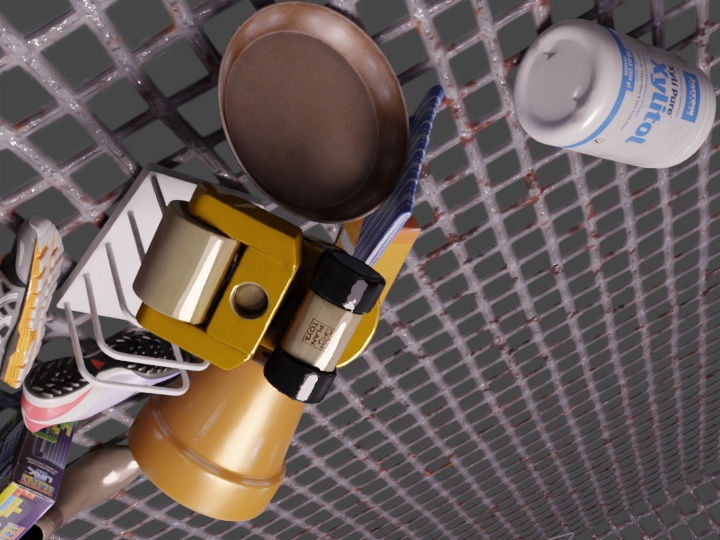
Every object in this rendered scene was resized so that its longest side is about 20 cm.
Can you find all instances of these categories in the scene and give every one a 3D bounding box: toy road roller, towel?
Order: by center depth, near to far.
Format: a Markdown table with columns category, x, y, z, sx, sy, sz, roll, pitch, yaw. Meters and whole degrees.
| category | x | y | z | sx | sy | sz | roll | pitch | yaw |
| --- | --- | --- | --- | --- | --- | --- | --- | --- | --- |
| toy road roller | -0.080 | 0.013 | 0.727 | 0.200 | 0.146 | 0.123 | 27 | 102 | -5 |
| towel | 0.037 | -0.080 | 0.839 | 0.024 | 0.200 | 0.145 | 24 | 138 | -9 |

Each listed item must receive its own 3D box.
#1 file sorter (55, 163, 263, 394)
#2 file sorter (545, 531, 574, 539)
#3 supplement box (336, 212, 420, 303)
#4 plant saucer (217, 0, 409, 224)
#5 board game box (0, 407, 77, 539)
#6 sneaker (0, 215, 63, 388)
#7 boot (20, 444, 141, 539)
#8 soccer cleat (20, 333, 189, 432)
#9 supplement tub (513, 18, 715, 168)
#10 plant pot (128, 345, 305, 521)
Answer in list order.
| category | x | y | z | sx | sy | sz | roll | pitch | yaw |
| --- | --- | --- | --- | --- | --- | --- | --- | --- | --- |
| file sorter | -0.194 | 0.020 | 0.856 | 0.139 | 0.125 | 0.200 | 16 | 127 | -43 |
| file sorter | 0.594 | 0.868 | 2.391 | 0.139 | 0.200 | 0.125 | -5 | 135 | -29 |
| supplement box | 0.000 | 0.000 | 1.022 | 0.066 | 0.069 | 0.200 | -3 | 136 | -30 |
| plant saucer | -0.043 | -0.138 | 0.747 | 0.200 | 0.200 | 0.034 | 4 | 170 | -37 |
| board game box | -0.412 | 0.249 | 0.972 | 0.057 | 0.165 | 0.200 | 35 | 115 | -26 |
| sneaker | -0.349 | 0.030 | 0.827 | 0.077 | 0.078 | 0.200 | 21 | 116 | -9 |
| boot | -0.384 | 0.301 | 1.081 | 0.200 | 0.070 | 0.146 | -26 | -172 | 8 |
| soccer cleat | -0.292 | 0.128 | 0.964 | 0.200 | 0.068 | 0.073 | -15 | 141 | -43 |
| supplement tub | 0.277 | -0.188 | 0.914 | 0.200 | 0.132 | 0.132 | 4 | 134 | -37 |
| plant pot | -0.156 | 0.174 | 1.046 | 0.200 | 0.200 | 0.183 | 20 | 108 | -47 |
